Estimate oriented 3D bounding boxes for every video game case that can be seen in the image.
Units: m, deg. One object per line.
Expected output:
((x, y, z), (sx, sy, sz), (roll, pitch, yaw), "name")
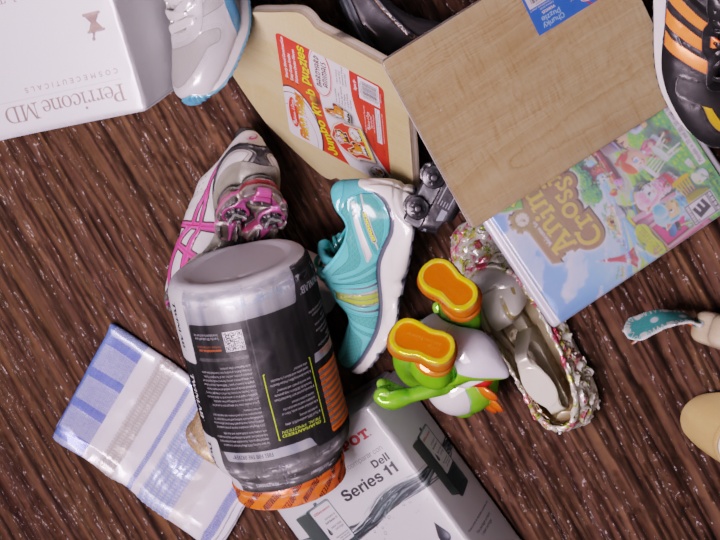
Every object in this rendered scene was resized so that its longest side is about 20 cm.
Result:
((0.172, -0.087, 1.489), (0.181, 0.022, 0.201), (-34, 97, 6), "video game case")

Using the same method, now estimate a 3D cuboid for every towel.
((-0.182, 0.159, 1.759), (0.199, 0.024, 0.147), (35, 118, 4), "towel")

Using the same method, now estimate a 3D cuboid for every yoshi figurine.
((0.058, 0.063, 1.553), (0.112, 0.200, 0.113), (-17, 65, 3), "yoshi figurine")

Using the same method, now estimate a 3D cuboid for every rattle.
((0.315, 0.015, 1.491), (0.199, 0.130, 0.144), (20, 108, 41), "rattle")

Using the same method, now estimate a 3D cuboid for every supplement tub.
((-0.079, 0.086, 1.552), (0.122, 0.123, 0.202), (-5, 109, 22), "supplement tub")

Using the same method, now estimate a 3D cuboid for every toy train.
((0.094, -0.118, 1.458), (0.046, 0.034, 0.201), (27, 98, -7), "toy train")

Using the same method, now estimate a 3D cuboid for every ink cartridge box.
((0.024, 0.211, 1.668), (0.146, 0.083, 0.201), (-34, 96, 28), "ink cartridge box")

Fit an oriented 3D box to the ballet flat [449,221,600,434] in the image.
((0.136, 0.049, 1.572), (0.075, 0.064, 0.201), (-31, 97, 28), "ballet flat")

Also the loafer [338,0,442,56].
((0.047, -0.176, 1.519), (0.072, 0.073, 0.201), (-35, 103, 9), "loafer")

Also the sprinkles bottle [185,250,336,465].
((-0.086, 0.077, 1.653), (0.068, 0.068, 0.201), (31, 112, 6), "sprinkles bottle")

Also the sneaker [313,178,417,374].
((0.000, 0.000, 1.566), (0.079, 0.078, 0.201), (10, 130, 1), "sneaker")

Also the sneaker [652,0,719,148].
((0.263, -0.183, 1.404), (0.069, 0.090, 0.202), (-15, 106, -13), "sneaker")

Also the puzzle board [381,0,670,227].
((0.133, -0.147, 1.435), (0.199, 0.017, 0.151), (-32, 110, -4), "puzzle board")

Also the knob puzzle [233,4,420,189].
((-0.031, -0.148, 1.536), (0.219, 0.030, 0.220), (32, 153, 19), "knob puzzle")

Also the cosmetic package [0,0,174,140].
((-0.238, -0.233, 1.539), (0.166, 0.166, 0.201), (-9, 109, 23), "cosmetic package")

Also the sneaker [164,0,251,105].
((-0.131, -0.230, 1.498), (0.076, 0.080, 0.202), (-12, 68, 50), "sneaker")

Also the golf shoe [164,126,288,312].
((-0.118, -0.037, 1.637), (0.072, 0.093, 0.200), (10, 139, -25), "golf shoe")

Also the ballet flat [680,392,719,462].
((0.353, 0.152, 1.533), (0.198, 0.063, 0.069), (17, 116, 14), "ballet flat")
